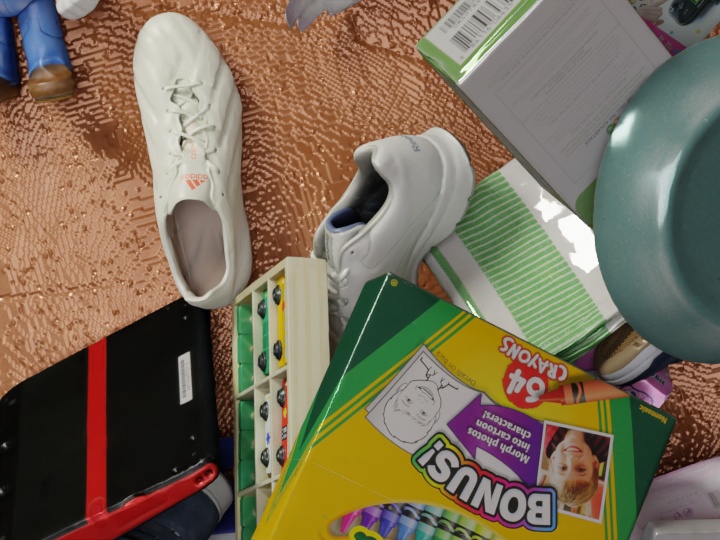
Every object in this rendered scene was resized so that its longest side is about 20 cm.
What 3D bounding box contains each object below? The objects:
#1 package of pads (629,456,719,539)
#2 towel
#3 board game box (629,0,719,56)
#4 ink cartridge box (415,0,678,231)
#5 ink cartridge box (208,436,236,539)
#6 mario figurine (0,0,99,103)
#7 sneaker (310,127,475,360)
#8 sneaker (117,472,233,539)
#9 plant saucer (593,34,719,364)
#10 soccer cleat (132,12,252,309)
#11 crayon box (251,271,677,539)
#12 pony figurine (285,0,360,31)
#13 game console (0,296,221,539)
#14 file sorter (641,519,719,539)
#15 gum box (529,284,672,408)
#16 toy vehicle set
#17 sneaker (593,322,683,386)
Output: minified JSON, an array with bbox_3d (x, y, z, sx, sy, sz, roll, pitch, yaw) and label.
[{"bbox_3d":[0.179,0.200,1.168,0.199,0.076,0.121,-18,123,-6],"label":"package of pads"},{"bbox_3d":[0.143,-0.030,1.159,0.200,0.023,0.153,-37,56,4],"label":"towel"},{"bbox_3d":[0.138,-0.205,1.085,0.199,0.064,0.148,27,113,-32],"label":"board game box"},{"bbox_3d":[0.133,-0.099,1.075,0.104,0.059,0.200,-46,128,3],"label":"ink cartridge box"},{"bbox_3d":[-0.063,0.211,1.230,0.199,0.041,0.201,-12,95,34],"label":"ink cartridge box"},{"bbox_3d":[-0.247,-0.208,1.203,0.123,0.106,0.201,-14,105,-24],"label":"mario figurine"},{"bbox_3d":[0.000,0.000,1.164,0.074,0.087,0.201,31,111,42],"label":"sneaker"},{"bbox_3d":[-0.196,0.194,1.207,0.201,0.147,0.077,-9,129,34],"label":"sneaker"},{"bbox_3d":[0.231,-0.038,1.071,0.199,0.036,0.201,-6,105,-23],"label":"plant saucer"},{"bbox_3d":[-0.111,-0.073,1.216,0.069,0.078,0.201,-10,96,10],"label":"soccer cleat"},{"bbox_3d":[0.062,0.124,1.068,0.199,0.058,0.173,26,77,-11],"label":"crayon box"},{"bbox_3d":[0.012,-0.258,1.150,0.192,0.167,0.201,-24,78,3],"label":"pony figurine"},{"bbox_3d":[-0.170,0.111,1.198,0.176,0.200,0.031,-27,122,9],"label":"game console"},{"bbox_3d":[0.231,0.267,1.104,0.138,0.125,0.201,2,121,-19],"label":"file sorter"},{"bbox_3d":[0.106,0.108,1.212,0.113,0.066,0.200,39,101,3],"label":"gum box"},{"bbox_3d":[-0.050,0.103,1.146,0.026,0.124,0.201,3,75,-19],"label":"toy vehicle set"},{"bbox_3d":[0.249,0.031,1.155,0.200,0.070,0.109,-40,108,-6],"label":"sneaker"}]
